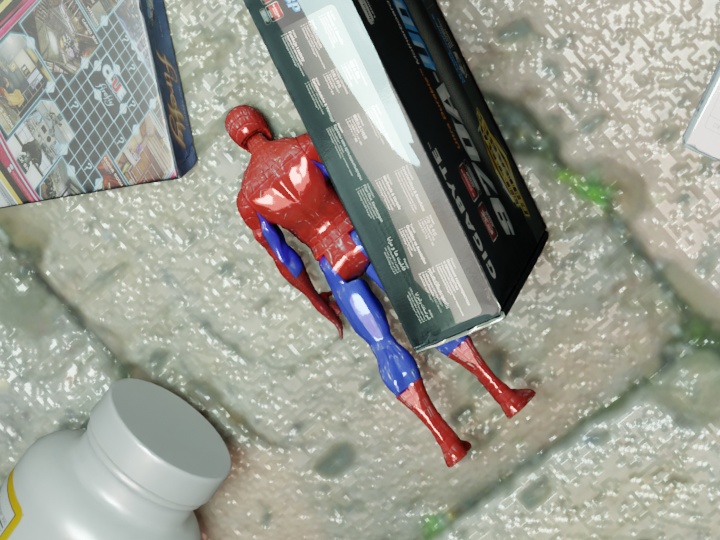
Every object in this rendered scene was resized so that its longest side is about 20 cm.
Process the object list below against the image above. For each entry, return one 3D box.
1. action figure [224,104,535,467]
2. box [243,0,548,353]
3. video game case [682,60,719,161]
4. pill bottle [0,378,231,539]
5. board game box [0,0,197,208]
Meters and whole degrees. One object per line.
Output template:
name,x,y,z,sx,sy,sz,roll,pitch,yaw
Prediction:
action figure,0.000,0.000,1.123,0.065,0.052,0.200,-39,88,13
box,0.014,-0.078,1.041,0.046,0.159,0.201,-24,97,16
video game case,0.261,-0.105,0.985,0.180,0.045,0.201,27,108,8
pill bottle,-0.149,0.152,1.166,0.104,0.104,0.200,38,109,1
board game box,-0.166,-0.134,1.133,0.134,0.035,0.202,-8,102,15
